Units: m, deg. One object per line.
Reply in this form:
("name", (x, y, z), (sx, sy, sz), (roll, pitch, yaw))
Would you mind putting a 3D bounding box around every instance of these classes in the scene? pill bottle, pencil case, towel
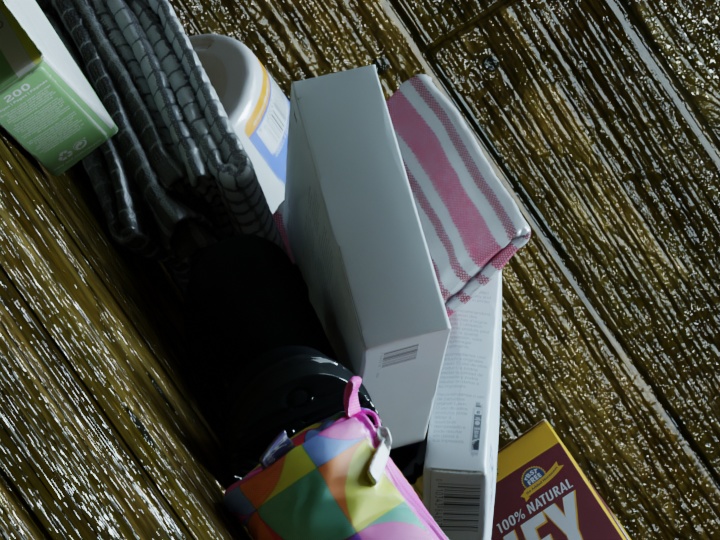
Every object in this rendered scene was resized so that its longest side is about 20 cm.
("pill bottle", (-0.077, -0.059, 1.865), (0.200, 0.112, 0.112), (54, 3, -46))
("pencil case", (0.019, 0.153, 1.236), (0.200, 0.088, 0.088), (57, 2, 4))
("towel", (-0.003, -0.006, 1.613), (0.030, 0.200, 0.146), (31, 21, -48))
("towel", (-0.119, -0.075, 1.576), (0.200, 0.086, 0.166), (62, -3, 25))

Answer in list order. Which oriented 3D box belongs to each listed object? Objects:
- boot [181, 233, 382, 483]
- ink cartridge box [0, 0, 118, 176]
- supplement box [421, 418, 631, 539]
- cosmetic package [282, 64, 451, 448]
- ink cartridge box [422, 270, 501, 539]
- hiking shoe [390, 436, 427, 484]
("boot", (-0.047, 0.047, 1.376), (0.168, 0.076, 0.200), (61, -2, 32))
("ink cartridge box", (-0.200, -0.146, 1.349), (0.146, 0.048, 0.200), (57, 3, 25))
("supplement box", (0.146, 0.246, 1.899), (0.197, 0.133, 0.200), (57, 3, 31))
("cosmetic package", (0.000, 0.000, 1.473), (0.200, 0.052, 0.151), (99, -25, -70))
("ink cartridge box", (0.064, 0.089, 1.663), (0.200, 0.041, 0.200), (88, 6, -55))
("hiking shoe", (0.002, 0.069, 1.690), (0.200, 0.074, 0.087), (-80, 159, -65))
